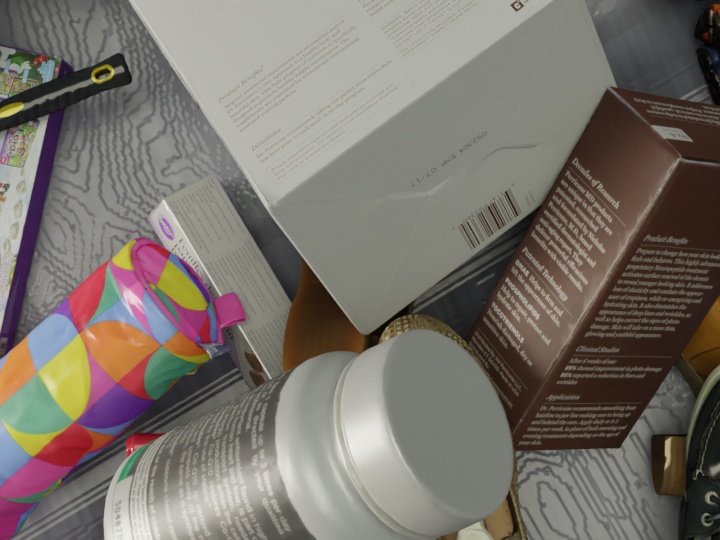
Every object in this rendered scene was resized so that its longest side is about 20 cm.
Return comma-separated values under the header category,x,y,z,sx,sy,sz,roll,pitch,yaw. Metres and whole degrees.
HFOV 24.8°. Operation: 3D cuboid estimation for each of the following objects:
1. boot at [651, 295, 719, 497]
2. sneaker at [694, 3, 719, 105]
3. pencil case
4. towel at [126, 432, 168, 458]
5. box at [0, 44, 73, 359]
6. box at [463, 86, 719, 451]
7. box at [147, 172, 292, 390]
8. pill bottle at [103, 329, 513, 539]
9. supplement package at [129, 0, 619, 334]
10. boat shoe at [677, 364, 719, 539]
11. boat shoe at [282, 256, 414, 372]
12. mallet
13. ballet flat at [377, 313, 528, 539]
category,x,y,z,sx,sy,sz,roll,pitch,yaw
boot,0.248,0.043,0.975,0.142,0.071,0.203,1,92,-4
sneaker,0.271,-0.075,0.975,0.078,0.075,0.202,-20,88,-3
pencil case,-0.163,0.070,0.946,0.200,0.088,0.089,-38,86,15
towel,-0.034,0.150,0.956,0.198,0.023,0.146,-2,122,1
box,-0.264,-0.044,0.998,0.135,0.039,0.202,12,87,3
box,0.140,0.004,0.909,0.075,0.099,0.201,54,126,38
box,-0.058,0.039,0.985,0.041,0.039,0.201,-31,87,-27
pill bottle,-0.028,0.109,0.825,0.199,0.113,0.114,-29,85,36
supplement package,0.008,-0.117,0.905,0.191,0.147,0.200,-35,54,0
boat shoe,0.216,0.148,0.925,0.074,0.066,0.201,8,115,5
boat shoe,0.000,0.000,0.972,0.070,0.070,0.202,3,63,26
mallet,-0.227,-0.074,0.962,0.198,0.041,0.067,-15,84,-2
ballet flat,0.055,0.114,0.873,0.070,0.065,0.202,-19,77,0
